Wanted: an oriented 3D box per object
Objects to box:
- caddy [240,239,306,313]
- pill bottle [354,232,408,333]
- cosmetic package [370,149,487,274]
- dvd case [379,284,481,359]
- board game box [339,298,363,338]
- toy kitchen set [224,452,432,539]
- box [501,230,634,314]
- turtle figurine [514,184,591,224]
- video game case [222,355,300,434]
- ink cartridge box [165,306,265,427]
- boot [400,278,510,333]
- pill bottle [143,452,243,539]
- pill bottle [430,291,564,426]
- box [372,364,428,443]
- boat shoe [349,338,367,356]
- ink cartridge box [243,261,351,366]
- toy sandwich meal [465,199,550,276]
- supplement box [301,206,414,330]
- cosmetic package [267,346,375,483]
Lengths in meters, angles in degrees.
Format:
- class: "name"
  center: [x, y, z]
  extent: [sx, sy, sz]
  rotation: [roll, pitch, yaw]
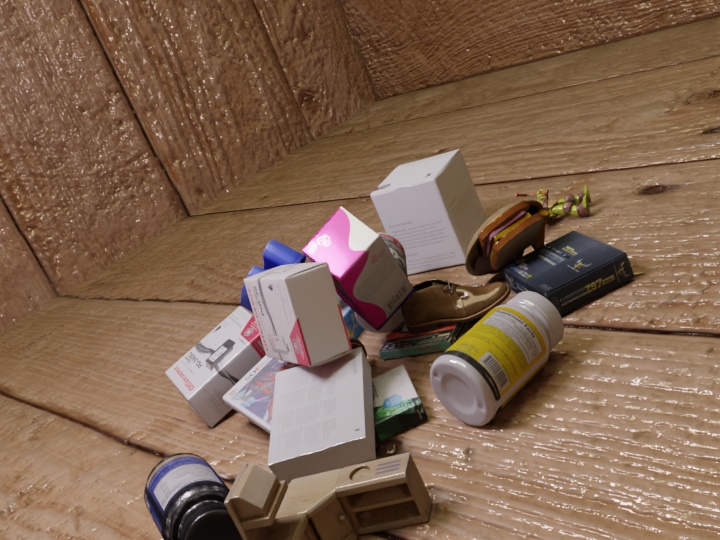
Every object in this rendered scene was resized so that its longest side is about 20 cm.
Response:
- class: "caddy"
  center: [-0.167, 0.029, 1.710]
  extent: [0.142, 0.104, 0.200]
  rotation: [-58, -3, -23]
- class: "pill bottle"
  center: [0.036, 0.023, 1.607]
  extent: [0.113, 0.115, 0.201]
  rotation: [-20, 30, 11]
- class: "cosmetic package"
  center: [0.154, -0.125, 1.812]
  extent: [0.163, 0.202, 0.165]
  rotation: [-11, 23, 34]
- class: "dvd case"
  center: [0.132, 0.092, 1.535]
  extent: [0.145, 0.022, 0.200]
  rotation: [-13, 23, 31]
- class: "board game box"
  center: [-0.073, 0.097, 1.722]
  extent: [0.198, 0.056, 0.196]
  rotation: [-12, 23, 34]
- class: "toy kitchen set"
  center: [-0.038, 0.290, 0.988]
  extent: [0.178, 0.165, 0.200]
  rotation: [-17, 20, 20]
- class: "box"
  center: [0.354, 0.002, 1.454]
  extent: [0.156, 0.052, 0.200]
  rotation: [-25, 18, -4]
- class: "turtle figurine"
  center: [0.391, -0.127, 1.736]
  extent: [0.159, 0.065, 0.200]
  rotation: [-7, 15, 23]
- class: "video game case"
  center: [-0.124, 0.187, 1.429]
  extent: [0.182, 0.023, 0.199]
  rotation: [-44, 31, -20]
- class: "ink cartridge box"
  center: [-0.257, 0.180, 1.602]
  extent: [0.200, 0.084, 0.145]
  rotation: [-42, 31, -14]
- class: "boot"
  center: [0.162, 0.048, 1.469]
  extent: [0.198, 0.076, 0.074]
  rotation: [-17, 18, 18]
- class: "pill bottle"
  center: [-0.231, 0.339, 1.179]
  extent: [0.111, 0.113, 0.199]
  rotation: [-31, 20, -19]
- class: "pill bottle"
  center: [0.203, 0.122, 1.219]
  extent: [0.199, 0.115, 0.114]
  rotation: [-36, 22, -32]
- class: "box"
  center: [-0.002, 0.229, 1.311]
  extent: [0.198, 0.037, 0.144]
  rotation: [-27, 18, 0]
- class: "boat shoe"
  center: [-0.084, 0.171, 1.510]
  extent: [0.198, 0.071, 0.070]
  rotation: [-24, 23, 3]
- class: "ink cartridge box"
  center: [-0.106, 0.070, 1.363]
  extent: [0.082, 0.148, 0.199]
  rotation: [-19, 7, -25]
- class: "toy sandwich meal"
  center: [0.279, -0.050, 1.547]
  extent: [0.204, 0.206, 0.070]
  rotation: [-30, 59, -15]
- class: "supplement box"
  center: [0.000, 0.000, 1.407]
  extent: [0.101, 0.200, 0.103]
  rotation: [-47, 58, -7]
- class: "cosmetic package"
  center: [-0.056, 0.214, 1.261]
  extent: [0.149, 0.052, 0.201]
  rotation: [-19, 32, 11]
